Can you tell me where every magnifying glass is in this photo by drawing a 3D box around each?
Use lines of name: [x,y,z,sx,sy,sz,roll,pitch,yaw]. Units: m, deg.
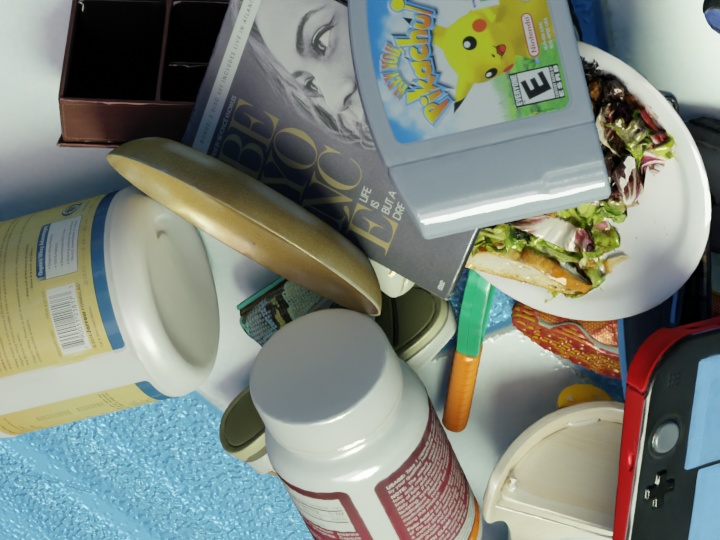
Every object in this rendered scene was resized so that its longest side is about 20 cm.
magnifying glass: [0.078,0.037,1.661,0.022,0.080,0.201,15,136,4]

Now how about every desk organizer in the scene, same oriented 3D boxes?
desk organizer: [-0.095,-0.127,1.569,0.199,0.072,0.077,2,122,7]

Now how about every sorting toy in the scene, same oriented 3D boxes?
sorting toy: [0.183,0.181,1.729,0.199,0.107,0.180,16,144,3]

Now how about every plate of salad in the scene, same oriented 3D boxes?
plate of salad: [0.119,-0.051,1.496,0.199,0.048,0.201,17,127,23]

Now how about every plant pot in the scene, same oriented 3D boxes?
plant pot: [-0.068,-0.032,1.533,0.199,0.200,0.028,31,84,-13]

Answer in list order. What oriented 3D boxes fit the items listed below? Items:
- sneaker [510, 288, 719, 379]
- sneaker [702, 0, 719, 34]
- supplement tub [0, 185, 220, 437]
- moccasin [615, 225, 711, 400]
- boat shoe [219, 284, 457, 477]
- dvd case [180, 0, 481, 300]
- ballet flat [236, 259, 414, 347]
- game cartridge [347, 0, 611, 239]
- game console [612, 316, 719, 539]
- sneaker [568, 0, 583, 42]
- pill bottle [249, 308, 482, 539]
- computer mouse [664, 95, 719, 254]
sneaker: [0.200,0.034,1.646,0.199,0.078,0.073,6,161,20]
sneaker: [0.294,-0.114,1.520,0.199,0.076,0.079,31,126,-11]
supplement tub: [-0.210,0.032,1.649,0.199,0.145,0.145,-14,121,17]
moccasin: [0.203,0.047,1.543,0.068,0.080,0.201,-9,89,26]
boat shoe: [-0.005,0.078,1.702,0.200,0.075,0.068,-33,133,25]
dvd case: [-0.006,-0.089,1.498,0.199,0.016,0.149,29,121,10]
ballet flat: [0.000,0.000,1.638,0.074,0.074,0.200,38,129,-17]
game cartridge: [0.062,-0.125,1.431,0.133,0.040,0.201,-14,77,5]
game console: [0.237,0.108,1.518,0.031,0.199,0.178,22,116,48]
sneaker: [0.105,-0.107,1.543,0.076,0.075,0.201,-5,111,29]
pill bottle: [0.003,0.124,1.616,0.113,0.115,0.200,-10,137,15]
computer mouse: [0.243,-0.043,1.586,0.199,0.053,0.139,9,124,2]
